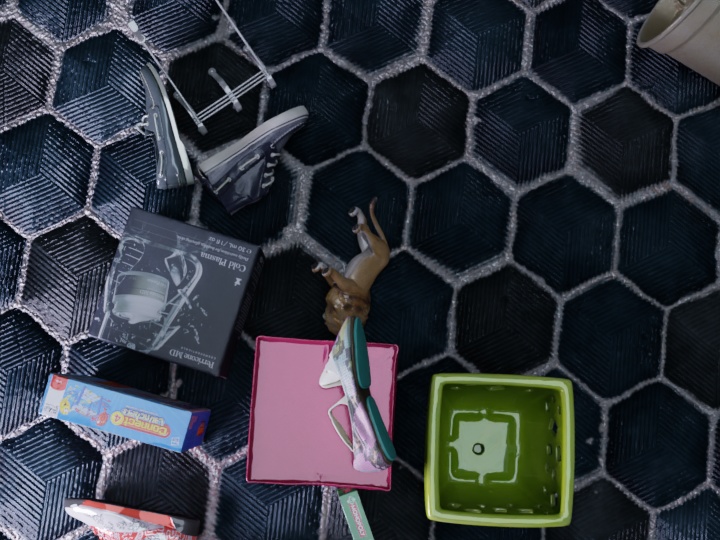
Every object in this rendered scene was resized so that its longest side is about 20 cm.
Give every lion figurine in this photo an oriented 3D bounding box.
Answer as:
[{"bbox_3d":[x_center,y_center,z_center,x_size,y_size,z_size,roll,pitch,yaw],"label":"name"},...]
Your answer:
[{"bbox_3d":[0.000,0.000,1.437,0.122,0.072,0.200,45,73,-29],"label":"lion figurine"}]

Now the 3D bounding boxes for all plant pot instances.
[{"bbox_3d":[0.566,-0.373,1.472,0.183,0.200,0.201,37,81,-8],"label":"plant pot"},{"bbox_3d":[0.184,0.251,1.350,0.198,0.182,0.201,3,81,-2],"label":"plant pot"}]

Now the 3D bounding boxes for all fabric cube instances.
[{"bbox_3d":[-0.051,0.201,1.340,0.198,0.199,0.198,5,80,-2],"label":"fabric cube"}]

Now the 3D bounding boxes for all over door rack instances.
[{"bbox_3d":[-0.243,-0.333,1.475,0.147,0.067,0.201,-35,105,-7],"label":"over door rack"}]

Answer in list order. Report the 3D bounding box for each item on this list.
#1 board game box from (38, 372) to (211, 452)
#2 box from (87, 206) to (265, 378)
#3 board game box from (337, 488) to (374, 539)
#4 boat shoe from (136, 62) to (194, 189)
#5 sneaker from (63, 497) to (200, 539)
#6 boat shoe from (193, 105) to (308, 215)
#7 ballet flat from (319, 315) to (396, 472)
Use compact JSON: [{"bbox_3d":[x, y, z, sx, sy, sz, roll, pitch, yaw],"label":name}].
[{"bbox_3d":[-0.321,0.197,1.330,0.195,0.200,0.056,15,82,1],"label":"board game box"},{"bbox_3d":[-0.264,0.036,1.398,0.199,0.124,0.198,17,83,0],"label":"box"},{"bbox_3d":[0.013,0.406,1.343,0.029,0.135,0.201,-19,83,-5],"label":"board game box"},{"bbox_3d":[-0.312,-0.220,1.461,0.061,0.073,0.201,-18,87,-9],"label":"boat shoe"},{"bbox_3d":[-0.338,0.393,1.365,0.200,0.067,0.109,12,78,-3],"label":"sneaker"},{"bbox_3d":[-0.150,-0.166,1.465,0.199,0.075,0.093,-32,90,1],"label":"boat shoe"},{"bbox_3d":[-0.012,0.161,1.221,0.071,0.069,0.201,-17,82,15],"label":"ballet flat"}]
